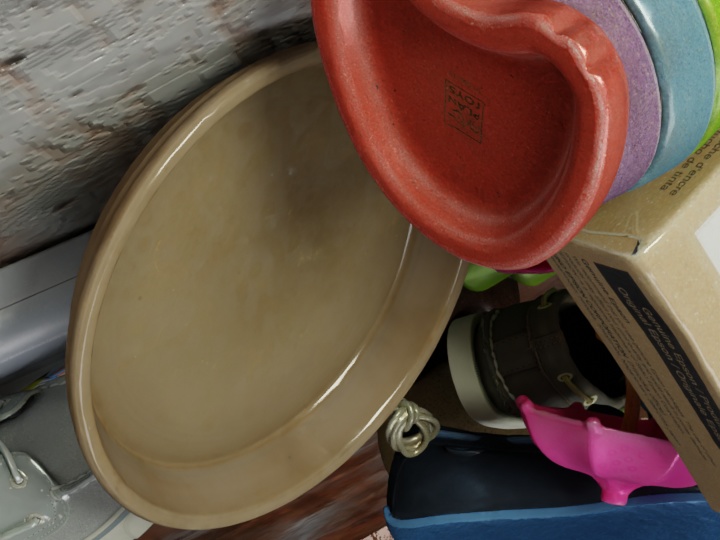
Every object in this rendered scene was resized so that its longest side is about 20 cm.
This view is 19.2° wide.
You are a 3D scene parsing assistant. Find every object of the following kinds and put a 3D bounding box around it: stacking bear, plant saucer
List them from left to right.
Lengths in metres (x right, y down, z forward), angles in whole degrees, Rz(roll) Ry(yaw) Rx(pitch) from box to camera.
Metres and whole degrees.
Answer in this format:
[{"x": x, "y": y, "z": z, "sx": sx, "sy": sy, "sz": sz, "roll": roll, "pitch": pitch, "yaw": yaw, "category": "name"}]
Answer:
[{"x": -0.033, "y": 0.003, "z": 0.793, "sx": 0.199, "sy": 0.029, "sz": 0.201, "roll": -28, "pitch": 134, "yaw": -33, "category": "plant saucer"}, {"x": 0.094, "y": -0.096, "z": 0.704, "sx": 0.200, "sy": 0.121, "sz": 0.114, "roll": -36, "pitch": 145, "yaw": -31, "category": "stacking bear"}]

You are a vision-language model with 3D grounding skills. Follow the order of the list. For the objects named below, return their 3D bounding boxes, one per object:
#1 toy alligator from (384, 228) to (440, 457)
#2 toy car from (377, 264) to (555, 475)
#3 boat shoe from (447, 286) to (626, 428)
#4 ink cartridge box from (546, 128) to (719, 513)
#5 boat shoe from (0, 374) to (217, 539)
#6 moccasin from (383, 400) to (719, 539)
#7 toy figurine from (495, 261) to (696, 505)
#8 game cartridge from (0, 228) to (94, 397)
[{"x": 0.000, "y": 0.000, "z": 0.909, "sx": 0.059, "sy": 0.054, "sz": 0.201, "roll": -25, "pitch": 137, "yaw": -12, "category": "toy alligator"}, {"x": 0.058, "y": 0.078, "z": 1.157, "sx": 0.164, "sy": 0.201, "sz": 0.158, "roll": -32, "pitch": 168, "yaw": 23, "category": "toy car"}, {"x": 0.114, "y": 0.045, "z": 1.062, "sx": 0.060, "sy": 0.073, "sz": 0.201, "roll": -19, "pitch": 169, "yaw": 28, "category": "boat shoe"}, {"x": 0.181, "y": -0.022, "z": 0.790, "sx": 0.200, "sy": 0.165, "sz": 0.075, "roll": -46, "pitch": -151, "yaw": -14, "category": "ink cartridge box"}, {"x": -0.144, "y": 0.088, "z": 0.863, "sx": 0.200, "sy": 0.070, "sz": 0.071, "roll": -35, "pitch": 143, "yaw": 26, "category": "boat shoe"}, {"x": 0.109, "y": 0.088, "z": 0.959, "sx": 0.198, "sy": 0.069, "sz": 0.081, "roll": 0, "pitch": 149, "yaw": 4, "category": "moccasin"}, {"x": 0.114, "y": -0.002, "z": 0.889, "sx": 0.149, "sy": 0.185, "sz": 0.200, "roll": 2, "pitch": 146, "yaw": -29, "category": "toy figurine"}, {"x": -0.157, "y": 0.045, "z": 0.914, "sx": 0.133, "sy": 0.041, "sz": 0.200, "roll": -28, "pitch": 170, "yaw": -21, "category": "game cartridge"}]
